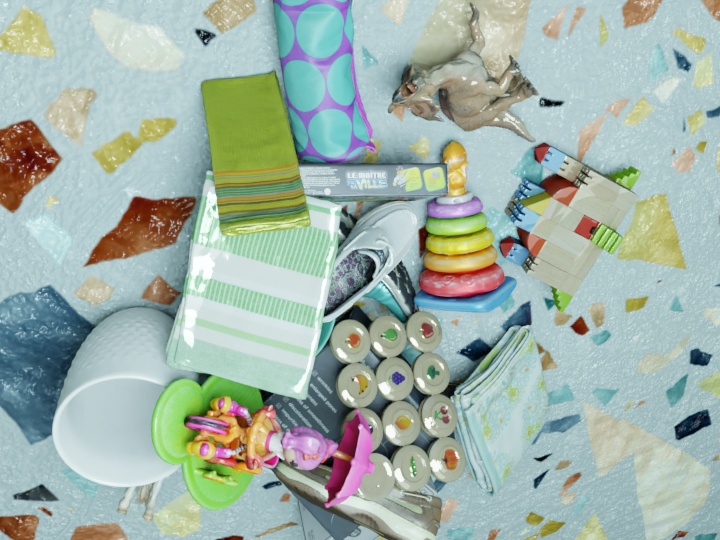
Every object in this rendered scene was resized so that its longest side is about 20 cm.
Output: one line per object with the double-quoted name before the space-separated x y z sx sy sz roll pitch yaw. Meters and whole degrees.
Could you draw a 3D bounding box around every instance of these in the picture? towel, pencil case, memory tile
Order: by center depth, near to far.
"towel" -0.107 -0.122 0.680 0.085 0.202 0.018 -7 148 -12
"towel" -0.106 0.015 0.685 0.150 0.023 0.203 13 96 2
"pencil case" -0.036 -0.217 0.705 0.091 0.086 0.203 -4 121 3
"memory tile" 0.044 0.150 0.788 0.151 0.017 0.203 -3 76 -26
"towel" 0.209 0.200 0.985 0.171 0.048 0.202 -40 128 -29

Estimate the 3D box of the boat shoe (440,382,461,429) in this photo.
"boat shoe" 0.080 0.188 0.971 0.197 0.071 0.071 -7 120 -12

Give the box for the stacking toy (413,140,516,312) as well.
"stacking toy" 0.118 -0.056 0.838 0.116 0.108 0.203 -27 115 -50

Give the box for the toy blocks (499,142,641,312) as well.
"toy blocks" 0.249 -0.066 0.877 0.135 0.100 0.202 23 110 -13

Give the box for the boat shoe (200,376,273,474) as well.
"boat shoe" -0.162 0.221 0.913 0.074 0.086 0.202 -41 121 9

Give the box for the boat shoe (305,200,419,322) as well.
"boat shoe" 0.003 -0.011 0.756 0.199 0.068 0.073 -35 106 -26

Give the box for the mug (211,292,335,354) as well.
"mug" -0.115 0.021 0.792 0.150 0.114 0.188 15 81 -30

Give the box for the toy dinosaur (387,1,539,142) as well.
"toy dinosaur" 0.115 -0.194 0.768 0.135 0.087 0.199 -38 139 19

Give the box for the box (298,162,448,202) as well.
"box" -0.013 -0.096 0.763 0.197 0.110 0.035 -2 93 -14

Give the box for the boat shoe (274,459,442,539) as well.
"boat shoe" 0.001 0.253 0.799 0.200 0.076 0.075 24 155 7

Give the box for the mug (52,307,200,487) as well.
"mug" -0.264 0.148 0.789 0.146 0.176 0.202 13 115 -19

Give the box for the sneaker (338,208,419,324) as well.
"sneaker" 0.000 0.000 0.855 0.079 0.078 0.200 -37 115 24

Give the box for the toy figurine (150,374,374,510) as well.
"toy figurine" -0.079 0.172 0.694 0.181 0.152 0.200 0 155 25

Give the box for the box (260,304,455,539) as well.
"box" -0.015 0.191 0.876 0.196 0.124 0.200 -41 94 11

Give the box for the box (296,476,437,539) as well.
"box" 0.005 0.328 1.002 0.199 0.117 0.060 -40 121 7

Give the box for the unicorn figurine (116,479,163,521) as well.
"unicorn figurine" -0.250 0.238 0.857 0.073 0.139 0.199 32 150 -27
